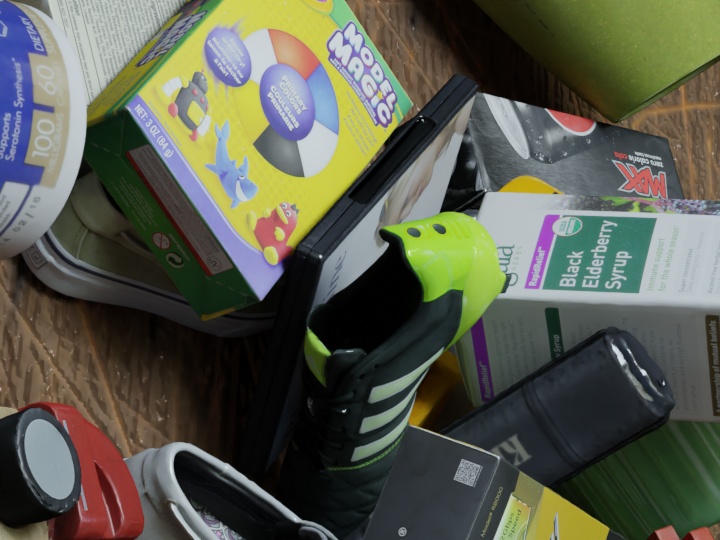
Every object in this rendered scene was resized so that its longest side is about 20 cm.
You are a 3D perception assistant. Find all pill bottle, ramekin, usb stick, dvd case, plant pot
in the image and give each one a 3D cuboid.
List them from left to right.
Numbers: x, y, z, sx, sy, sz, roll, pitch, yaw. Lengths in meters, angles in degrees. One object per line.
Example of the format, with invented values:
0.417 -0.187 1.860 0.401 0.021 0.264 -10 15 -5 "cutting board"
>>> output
-0.228 -0.073 1.116 0.199 0.119 0.120 8 61 -46 "pill bottle"
0.000 0.000 1.326 0.017 0.143 0.200 26 37 12 "dvd case"
0.065 0.094 1.277 0.056 0.200 0.033 52 27 -9 "usb stick"
0.137 -0.196 1.553 0.187 0.187 0.201 -28 86 -53 "plant pot"
0.168 0.062 1.428 0.098 0.199 0.200 56 37 -18 "ramekin"

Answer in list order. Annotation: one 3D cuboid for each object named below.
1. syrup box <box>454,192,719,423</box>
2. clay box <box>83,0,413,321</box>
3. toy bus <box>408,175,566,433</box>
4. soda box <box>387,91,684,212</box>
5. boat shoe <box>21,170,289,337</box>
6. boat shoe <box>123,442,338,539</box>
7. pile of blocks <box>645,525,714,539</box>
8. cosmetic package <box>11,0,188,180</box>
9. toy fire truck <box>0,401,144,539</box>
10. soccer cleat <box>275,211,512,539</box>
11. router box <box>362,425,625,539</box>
0.150 0.019 1.283 0.079 0.199 0.082 -69 156 -46 "syrup box"
-0.048 -0.082 1.269 0.115 0.047 0.200 55 44 -19 "clay box"
0.058 0.033 1.388 0.078 0.065 0.200 32 46 5 "toy bus"
0.108 -0.051 1.536 0.199 0.063 0.071 9 60 -47 "soda box"
-0.078 -0.011 1.294 0.199 0.062 0.072 5 63 -49 "boat shoe"
-0.038 0.145 1.234 0.200 0.068 0.072 43 40 -22 "boat shoe"
0.148 0.154 1.332 0.082 0.199 0.063 -35 125 -60 "pile of blocks"
-0.101 -0.098 1.315 0.199 0.073 0.104 6 64 -48 "cosmetic package"
-0.105 0.148 1.131 0.200 0.128 0.177 13 58 -64 "toy fire truck"
-0.003 0.053 1.246 0.081 0.201 0.068 1 38 -42 "soccer cleat"
0.038 0.188 1.189 0.157 0.052 0.201 34 76 -57 "router box"
